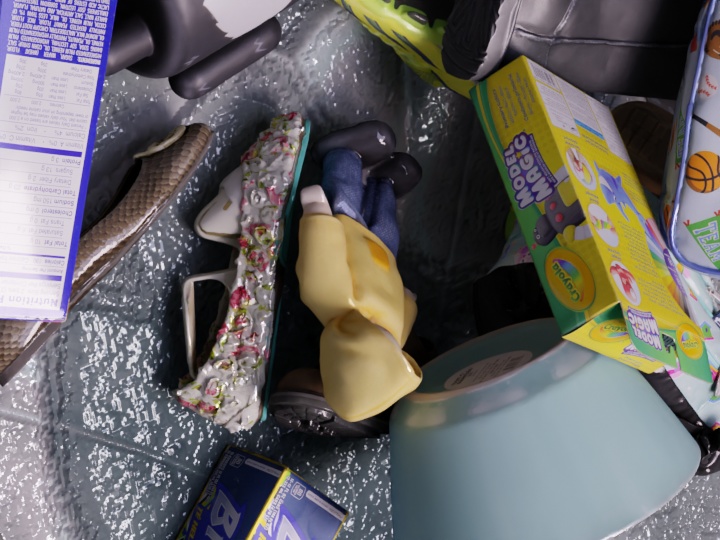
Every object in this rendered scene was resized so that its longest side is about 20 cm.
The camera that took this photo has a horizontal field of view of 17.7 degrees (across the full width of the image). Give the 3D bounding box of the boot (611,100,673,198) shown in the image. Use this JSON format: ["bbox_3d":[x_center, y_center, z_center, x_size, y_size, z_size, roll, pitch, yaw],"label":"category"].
[{"bbox_3d":[0.248,-0.040,1.560,0.072,0.200,0.166,-49,164,3],"label":"boot"}]

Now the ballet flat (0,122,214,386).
[{"bbox_3d":[-0.159,-0.019,1.341,0.046,0.067,0.200,42,73,-5],"label":"ballet flat"}]

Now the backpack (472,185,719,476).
[{"bbox_3d":[0.163,0.037,1.524,0.200,0.166,0.127,54,47,-30],"label":"backpack"}]

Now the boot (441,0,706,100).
[{"bbox_3d":[0.159,-0.184,1.426,0.199,0.066,0.166,2,123,-34],"label":"boot"}]

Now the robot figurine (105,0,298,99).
[{"bbox_3d":[-0.095,-0.186,1.303,0.199,0.150,0.125,-35,81,-29],"label":"robot figurine"}]

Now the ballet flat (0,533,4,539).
[{"bbox_3d":[-0.222,0.223,1.340,0.066,0.057,0.201,-27,117,-32],"label":"ballet flat"}]

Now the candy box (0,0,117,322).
[{"bbox_3d":[-0.206,-0.086,1.204,0.077,0.169,0.202,6,97,-37],"label":"candy box"}]

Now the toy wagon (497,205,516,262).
[{"bbox_3d":[0.145,0.015,1.617,0.155,0.039,0.201,-43,124,-25],"label":"toy wagon"}]

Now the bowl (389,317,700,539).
[{"bbox_3d":[0.097,0.098,1.407,0.200,0.200,0.106,-28,103,-32],"label":"bowl"}]

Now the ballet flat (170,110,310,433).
[{"bbox_3d":[-0.075,-0.002,1.409,0.063,0.076,0.202,9,89,-8],"label":"ballet flat"}]

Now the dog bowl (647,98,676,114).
[{"bbox_3d":[0.280,-0.174,1.674,0.199,0.058,0.202,-12,109,-38],"label":"dog bowl"}]

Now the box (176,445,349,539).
[{"bbox_3d":[-0.091,0.217,1.447,0.070,0.064,0.201,38,75,-40],"label":"box"}]

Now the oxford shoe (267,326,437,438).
[{"bbox_3d":[-0.004,0.064,1.459,0.200,0.072,0.085,2,93,-70],"label":"oxford shoe"}]

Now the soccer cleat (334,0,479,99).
[{"bbox_3d":[0.042,-0.150,1.471,0.199,0.084,0.065,26,53,-25],"label":"soccer cleat"}]

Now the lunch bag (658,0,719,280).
[{"bbox_3d":[0.273,-0.078,1.426,0.159,0.076,0.202,9,96,3],"label":"lunch bag"}]

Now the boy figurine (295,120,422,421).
[{"bbox_3d":[0.000,0.000,1.393,0.125,0.064,0.201,51,26,-38],"label":"boy figurine"}]

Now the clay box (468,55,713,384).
[{"bbox_3d":[0.140,-0.021,1.380,0.115,0.047,0.201,22,44,-53],"label":"clay box"}]
